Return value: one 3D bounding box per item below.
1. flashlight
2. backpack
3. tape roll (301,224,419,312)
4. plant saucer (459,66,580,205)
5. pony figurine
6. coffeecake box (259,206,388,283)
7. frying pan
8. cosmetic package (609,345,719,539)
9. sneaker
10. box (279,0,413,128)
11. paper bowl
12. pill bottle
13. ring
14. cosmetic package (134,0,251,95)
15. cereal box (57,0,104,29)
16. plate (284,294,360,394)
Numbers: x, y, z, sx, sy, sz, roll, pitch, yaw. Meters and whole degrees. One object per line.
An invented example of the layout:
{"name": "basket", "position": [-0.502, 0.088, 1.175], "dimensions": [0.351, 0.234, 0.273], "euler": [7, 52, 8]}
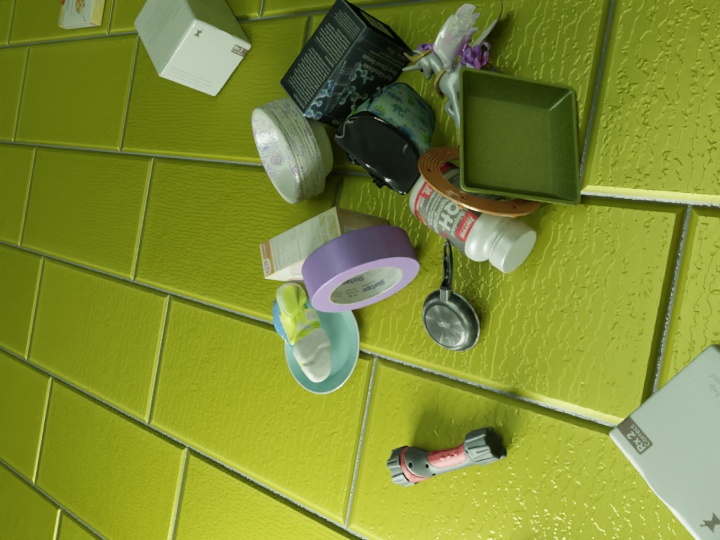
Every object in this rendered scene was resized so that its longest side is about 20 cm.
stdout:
{"name": "flashlight", "position": [0.138, 0.306, 1.174], "dimensions": [0.200, 0.068, 0.068], "euler": [-29, 72, 35]}
{"name": "backpack", "position": [0.055, -0.242, 1.232], "dimensions": [0.163, 0.200, 0.154], "euler": [38, 106, -7]}
{"name": "tape roll", "position": [0.000, 0.000, 1.235], "dimensions": [0.200, 0.200, 0.066], "euler": [-36, 64, 31]}
{"name": "plant saucer", "position": [0.236, -0.198, 1.087], "dimensions": [0.048, 0.199, 0.201], "euler": [139, 134, -69]}
{"name": "pony figurine", "position": [0.175, -0.340, 1.180], "dimensions": [0.193, 0.166, 0.200], "euler": [-41, 76, 37]}
{"name": "coffeecake box", "position": [-0.064, -0.040, 1.322], "dimensions": [0.200, 0.153, 0.073], "euler": [-22, 71, 36]}
{"name": "frying pan", "position": [0.155, 0.058, 1.168], "dimensions": [0.115, 0.031, 0.191], "euler": [35, 132, 25]}
{"name": "cosmetic package", "position": [0.441, 0.201, 0.840], "dimensions": [0.165, 0.200, 0.165], "euler": [-51, 57, 23]}
{"name": "sneaker", "position": [-0.117, 0.124, 1.383], "dimensions": [0.105, 0.075, 0.201], "euler": [-36, 71, 64]}
{"name": "box", "position": [-0.027, -0.381, 1.334], "dimensions": [0.200, 0.148, 0.107], "euler": [-49, 57, 25]}
{"name": "paper bowl", "position": [-0.127, -0.241, 1.393], "dimensions": [0.201, 0.104, 0.201], "euler": [54, 159, 32]}
{"name": "pill bottle", "position": [0.183, -0.085, 1.148], "dimensions": [0.200, 0.111, 0.111], "euler": [40, 110, 30]}
{"name": "ring", "position": [0.185, -0.138, 1.109], "dimensions": [0.200, 0.200, 0.019], "euler": [43, 133, 34]}
{"name": "cosmetic package", "position": [-0.392, -0.551, 1.643], "dimensions": [0.165, 0.165, 0.200], "euler": [-45, 58, 27]}
{"name": "cereal box", "position": [-0.833, -0.804, 2.115], "dimensions": [0.199, 0.039, 0.145], "euler": [11, 92, 40]}
{"name": "plate", "position": [-0.072, 0.141, 1.392], "dimensions": [0.200, 0.026, 0.201], "euler": [-5, 82, 40]}
